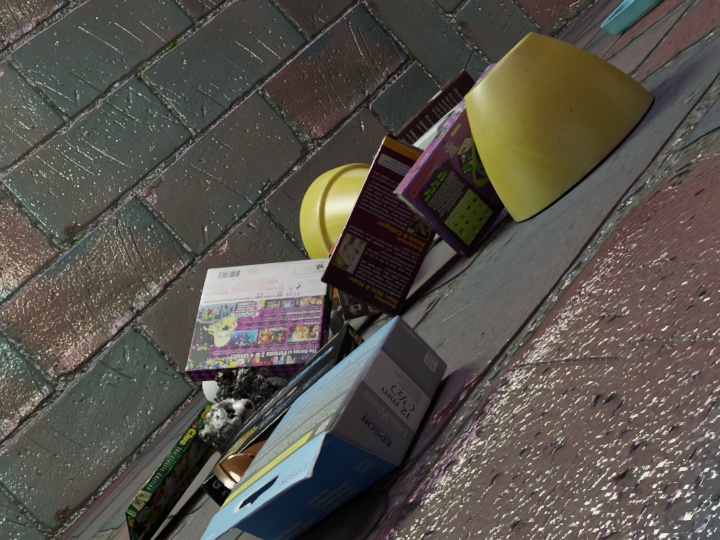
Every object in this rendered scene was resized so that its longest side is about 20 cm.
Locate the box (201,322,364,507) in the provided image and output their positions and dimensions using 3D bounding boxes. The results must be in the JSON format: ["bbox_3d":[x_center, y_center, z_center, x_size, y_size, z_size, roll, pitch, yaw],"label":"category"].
[{"bbox_3d":[-0.077,0.161,1.068,0.200,0.050,0.199,-43,6,10],"label":"box"}]

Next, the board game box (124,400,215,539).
[{"bbox_3d":[-0.260,0.288,1.320,0.201,0.023,0.105,-55,-15,-38],"label":"board game box"}]

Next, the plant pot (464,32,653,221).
[{"bbox_3d":[0.198,-0.175,1.036,0.200,0.142,0.200,-44,5,5],"label":"plant pot"}]

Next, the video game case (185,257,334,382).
[{"bbox_3d":[-0.139,0.069,1.339,0.197,0.036,0.183,-6,51,13],"label":"video game case"}]

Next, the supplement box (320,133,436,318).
[{"bbox_3d":[0.041,-0.058,1.193,0.086,0.109,0.202,-60,-5,-78],"label":"supplement box"}]

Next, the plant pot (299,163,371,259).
[{"bbox_3d":[0.027,-0.089,1.593,0.201,0.202,0.188,-46,21,-29],"label":"plant pot"}]

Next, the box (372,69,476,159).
[{"bbox_3d":[0.156,-0.228,1.733,0.200,0.164,0.166,-45,5,-9],"label":"box"}]

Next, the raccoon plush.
[{"bbox_3d":[-0.169,0.231,1.267,0.135,0.095,0.202,-71,-7,-49],"label":"raccoon plush"}]

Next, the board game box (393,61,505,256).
[{"bbox_3d":[0.142,-0.132,1.124,0.201,0.120,0.032,-52,24,-8],"label":"board game box"}]

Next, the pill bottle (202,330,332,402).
[{"bbox_3d":[-0.147,0.136,1.444,0.200,0.120,0.120,-42,5,25],"label":"pill bottle"}]

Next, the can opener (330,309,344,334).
[{"bbox_3d":[-0.121,0.117,1.545,0.198,0.067,0.053,-26,9,11],"label":"can opener"}]

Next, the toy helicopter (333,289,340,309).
[{"bbox_3d":[-0.101,0.080,1.774,0.131,0.080,0.199,-26,1,-35],"label":"toy helicopter"}]

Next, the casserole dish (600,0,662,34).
[{"bbox_3d":[0.523,-0.499,1.719,0.121,0.039,0.200,-47,6,-31],"label":"casserole dish"}]

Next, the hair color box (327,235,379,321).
[{"bbox_3d":[0.000,0.000,1.404,0.060,0.103,0.200,-13,10,7],"label":"hair color box"}]

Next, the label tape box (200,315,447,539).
[{"bbox_3d":[-0.025,0.139,0.709,0.143,0.066,0.200,-42,8,33],"label":"label tape box"}]

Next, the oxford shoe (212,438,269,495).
[{"bbox_3d":[-0.085,0.180,0.837,0.071,0.072,0.200,-40,3,-6],"label":"oxford shoe"}]

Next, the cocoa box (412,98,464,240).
[{"bbox_3d":[0.138,-0.154,1.422,0.131,0.134,0.200,-46,5,-36],"label":"cocoa box"}]
